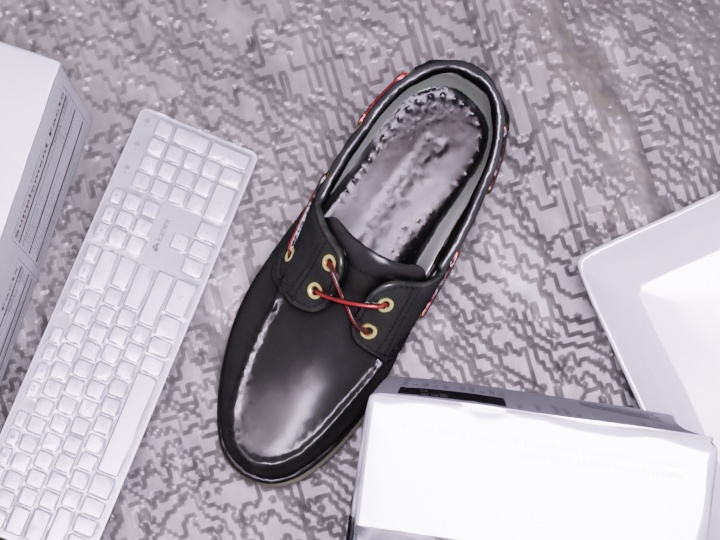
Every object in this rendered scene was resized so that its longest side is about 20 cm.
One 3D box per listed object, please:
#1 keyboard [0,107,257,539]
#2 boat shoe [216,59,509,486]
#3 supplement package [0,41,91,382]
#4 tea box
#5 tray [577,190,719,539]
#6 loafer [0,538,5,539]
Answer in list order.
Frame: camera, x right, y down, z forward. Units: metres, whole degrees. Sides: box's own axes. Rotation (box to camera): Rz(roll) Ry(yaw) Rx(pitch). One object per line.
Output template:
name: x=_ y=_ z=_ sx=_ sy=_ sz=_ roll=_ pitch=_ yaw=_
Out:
keyboard: x=-0.105 y=0.027 z=1.256 sx=0.056 sy=0.011 sz=0.201 roll=20 pitch=72 yaw=5
boat shoe: x=-0.002 y=-0.001 z=1.252 sx=0.073 sy=0.063 sz=0.202 roll=31 pitch=85 yaw=3
supplement package: x=-0.235 y=-0.035 z=1.237 sx=0.199 sy=0.111 sz=0.157 roll=18 pitch=83 yaw=3
tea box: x=0.056 y=0.148 z=1.149 sx=0.133 sy=0.200 sz=0.198 roll=8 pitch=91 yaw=2
tray: x=0.180 y=0.064 z=1.257 sx=0.107 sy=0.022 sz=0.201 roll=-25 pitch=82 yaw=-1
loafer: x=-0.210 y=0.168 z=1.229 sx=0.199 sy=0.067 sz=0.076 roll=-32 pitch=82 yaw=-3
